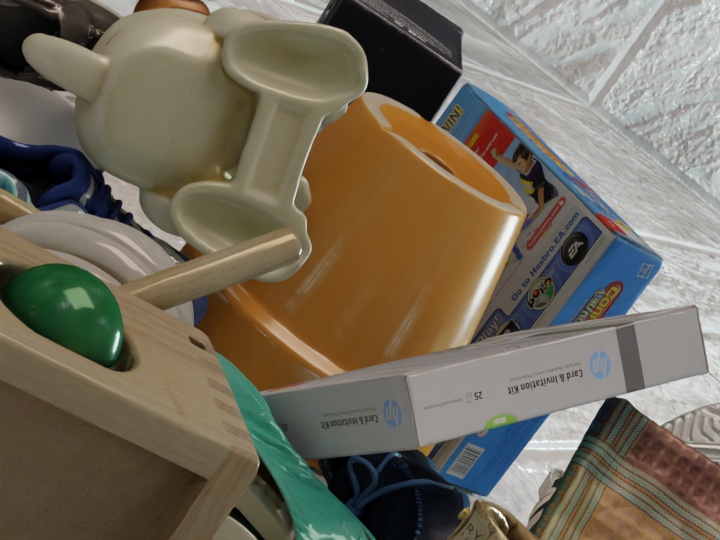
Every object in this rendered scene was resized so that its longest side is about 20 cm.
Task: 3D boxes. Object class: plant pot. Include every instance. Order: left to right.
[{"bbox_3d":[0.000,0.000,1.383,0.199,0.184,0.200,33,14,-9],"label":"plant pot"}]

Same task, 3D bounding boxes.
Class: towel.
[{"bbox_3d":[0.143,0.182,1.161,0.146,0.201,0.022,34,-25,-4],"label":"towel"}]

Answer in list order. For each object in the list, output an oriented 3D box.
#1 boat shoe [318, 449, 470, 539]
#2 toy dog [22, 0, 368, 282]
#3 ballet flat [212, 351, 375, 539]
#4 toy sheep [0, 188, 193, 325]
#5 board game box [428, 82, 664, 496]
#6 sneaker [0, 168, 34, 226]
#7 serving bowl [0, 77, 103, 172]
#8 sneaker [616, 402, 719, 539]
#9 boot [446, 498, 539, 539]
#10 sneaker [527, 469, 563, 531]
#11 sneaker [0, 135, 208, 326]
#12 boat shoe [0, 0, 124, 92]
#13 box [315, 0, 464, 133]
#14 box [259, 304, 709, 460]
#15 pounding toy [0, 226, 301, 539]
[{"bbox_3d":[0.008,0.135,1.220,0.068,0.085,0.200,25,-1,-10],"label":"boat shoe"},{"bbox_3d":[-0.101,-0.087,1.276,0.192,0.141,0.200,9,9,-12],"label":"toy dog"},{"bbox_3d":[-0.067,0.102,1.145,0.070,0.068,0.200,1,33,-43],"label":"ballet flat"},{"bbox_3d":[-0.142,0.032,1.060,0.137,0.138,0.200,34,32,-4],"label":"toy sheep"},{"bbox_3d":[0.077,0.010,1.500,0.056,0.200,0.196,24,18,-42],"label":"board game box"},{"bbox_3d":[-0.182,0.001,1.150,0.199,0.087,0.078,26,17,-34],"label":"sneaker"},{"bbox_3d":[-0.250,-0.092,1.338,0.199,0.066,0.200,34,14,-10],"label":"serving bowl"},{"bbox_3d":[0.147,0.153,1.255,0.079,0.199,0.130,45,-25,0],"label":"sneaker"},{"bbox_3d":[0.000,0.153,0.934,0.199,0.156,0.073,32,14,-14],"label":"boot"},{"bbox_3d":[0.189,0.185,1.407,0.198,0.080,0.130,23,24,-9],"label":"sneaker"},{"bbox_3d":[-0.158,-0.019,1.234,0.199,0.088,0.076,22,47,-29],"label":"sneaker"},{"bbox_3d":[-0.215,-0.143,1.339,0.199,0.067,0.057,23,34,-29],"label":"boat shoe"},{"bbox_3d":[-0.018,-0.109,1.670,0.104,0.201,0.182,33,14,-5],"label":"box"},{"bbox_3d":[0.060,0.060,1.194,0.199,0.042,0.155,-10,-1,-36],"label":"box"},{"bbox_3d":[-0.132,0.056,0.848,0.183,0.201,0.142,29,15,-27],"label":"pounding toy"}]
